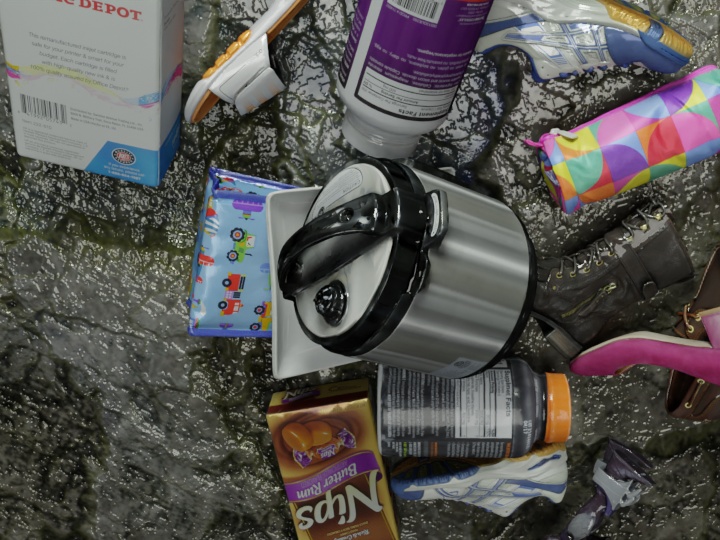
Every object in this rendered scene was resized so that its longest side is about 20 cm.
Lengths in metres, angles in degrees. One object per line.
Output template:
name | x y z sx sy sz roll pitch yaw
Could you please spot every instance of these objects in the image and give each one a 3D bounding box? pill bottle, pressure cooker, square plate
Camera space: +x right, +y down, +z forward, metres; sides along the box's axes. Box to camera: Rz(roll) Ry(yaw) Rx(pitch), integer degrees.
pill bottle | 0.118 0.144 0.852 0.198 0.106 0.107 1 108 3
pill bottle | 0.045 -0.203 0.724 0.112 0.113 0.201 19 130 -3
pressure cooker | 0.033 -0.004 0.702 0.199 0.179 0.177 15 109 -32
square plate | 0.000 0.000 0.812 0.198 0.028 0.200 -11 117 -22

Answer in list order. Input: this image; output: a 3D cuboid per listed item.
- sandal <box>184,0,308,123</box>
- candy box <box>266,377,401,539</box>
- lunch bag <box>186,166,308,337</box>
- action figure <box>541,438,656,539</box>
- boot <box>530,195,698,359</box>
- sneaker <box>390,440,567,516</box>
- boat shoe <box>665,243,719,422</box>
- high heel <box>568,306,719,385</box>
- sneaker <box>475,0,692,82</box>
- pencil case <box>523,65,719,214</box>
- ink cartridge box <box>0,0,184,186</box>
sandal | -0.086 -0.203 0.765 0.207 0.079 0.059 -43 98 13
candy box | -0.026 0.230 0.917 0.116 0.057 0.202 -10 109 6
lunch bag | -0.069 -0.008 0.836 0.198 0.094 0.152 8 109 -16
action figure | 0.244 0.285 0.890 0.069 0.130 0.201 37 106 27
boot | 0.230 -0.014 0.808 0.174 0.069 0.200 -39 123 14
sneaker | 0.134 0.241 0.899 0.198 0.075 0.089 -12 108 8
boat shoe | 0.359 0.066 0.829 0.070 0.070 0.202 1 108 2
high heel | 0.307 0.103 0.808 0.199 0.067 0.097 -24 78 35
sneaker | 0.199 -0.212 0.747 0.199 0.075 0.089 22 117 5
pencil case | 0.264 -0.124 0.768 0.199 0.088 0.089 -21 106 9
ink cartridge box | -0.241 -0.194 0.741 0.143 0.085 0.201 13 133 -1
